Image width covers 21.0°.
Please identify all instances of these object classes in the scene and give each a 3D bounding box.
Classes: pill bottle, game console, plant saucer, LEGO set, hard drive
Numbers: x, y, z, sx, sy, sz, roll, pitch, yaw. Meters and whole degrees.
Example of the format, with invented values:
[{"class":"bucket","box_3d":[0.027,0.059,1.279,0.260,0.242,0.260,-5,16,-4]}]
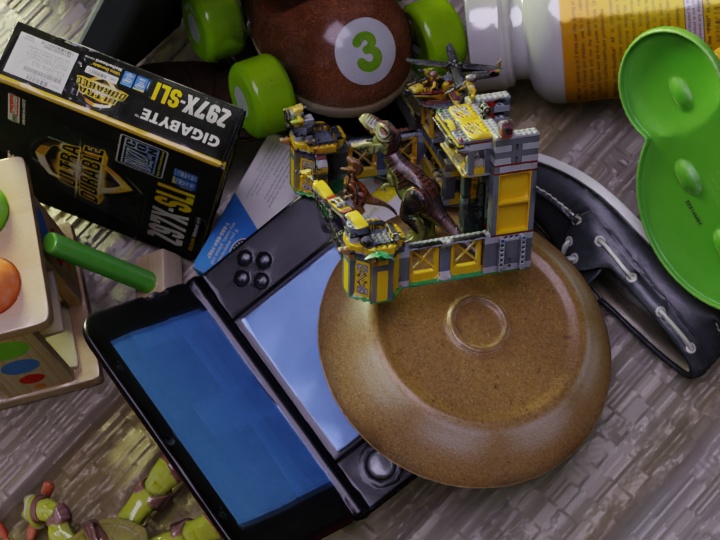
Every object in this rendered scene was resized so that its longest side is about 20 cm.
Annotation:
[{"class":"pill bottle","box_3d":[0.176,-0.177,1.374,0.199,0.113,0.113,-4,69,6]},{"class":"game console","box_3d":[-0.046,0.064,1.252,0.172,0.119,0.200,-39,77,7]},{"class":"plant saucer","box_3d":[0.073,0.041,1.259,0.200,0.035,0.201,5,64,-10]},{"class":"LEGO set","box_3d":[0.031,-0.079,1.235,0.153,0.116,0.200,-4,33,-8]},{"class":"hard drive","box_3d":[-0.134,-0.212,1.342,0.033,0.200,0.140,37,43,0]}]

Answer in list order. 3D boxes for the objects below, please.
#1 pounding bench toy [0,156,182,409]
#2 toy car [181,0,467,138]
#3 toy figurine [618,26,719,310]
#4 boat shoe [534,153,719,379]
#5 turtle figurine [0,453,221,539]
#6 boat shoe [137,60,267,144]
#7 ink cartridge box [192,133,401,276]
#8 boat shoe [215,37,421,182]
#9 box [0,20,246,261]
[{"class":"pounding bench toy","box_3d":[-0.231,0.004,1.337,0.199,0.156,0.125,-14,68,2]},{"class":"toy car","box_3d":[-0.024,-0.217,1.312,0.164,0.200,0.158,-21,54,-18]},{"class":"toy figurine","box_3d":[0.285,-0.091,1.301,0.184,0.150,0.200,-25,84,-43]},{"class":"boat shoe","box_3d":[0.171,-0.005,1.332,0.200,0.076,0.060,37,73,19]},{"class":"turtle figurine","box_3d":[-0.167,0.182,1.312,0.161,0.064,0.200,-39,70,-7]},{"class":"boat shoe","box_3d":[-0.149,-0.108,1.418,0.202,0.075,0.075,7,36,17]},{"class":"ink cartridge box","box_3d":[0.000,0.000,1.355,0.200,0.067,0.116,26,77,15]},{"class":"boat shoe","box_3d":[-0.032,-0.139,1.415,0.201,0.061,0.072,35,78,18]},{"class":"box","box_3d":[-0.168,-0.082,1.320,0.159,0.200,0.049,20,70,-4]}]
